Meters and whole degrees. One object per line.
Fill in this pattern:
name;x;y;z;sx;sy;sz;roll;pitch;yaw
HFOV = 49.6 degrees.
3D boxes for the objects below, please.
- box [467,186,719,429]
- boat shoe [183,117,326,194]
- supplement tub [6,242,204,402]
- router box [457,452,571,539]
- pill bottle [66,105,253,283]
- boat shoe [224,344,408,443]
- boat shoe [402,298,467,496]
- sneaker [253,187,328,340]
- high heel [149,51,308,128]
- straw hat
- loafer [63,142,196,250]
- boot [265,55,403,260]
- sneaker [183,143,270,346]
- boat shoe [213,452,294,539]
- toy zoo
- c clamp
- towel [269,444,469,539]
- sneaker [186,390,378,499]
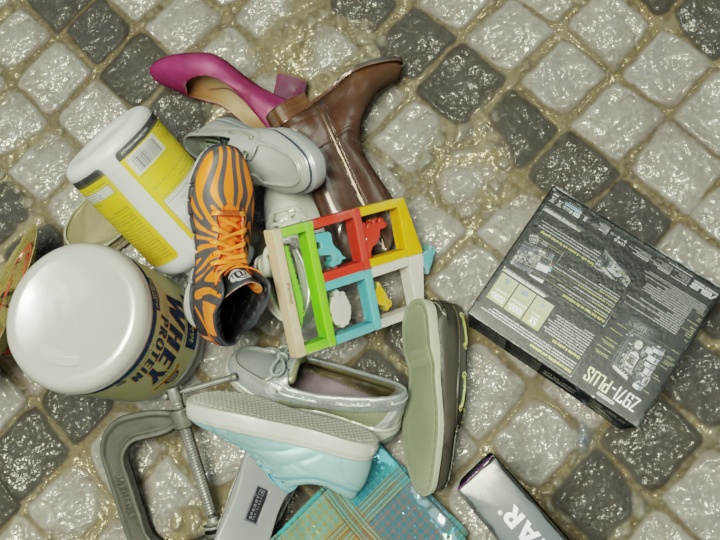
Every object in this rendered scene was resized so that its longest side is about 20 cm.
box;0.237;0.040;0.810;0.199;0.086;0.164;33;84;14
boat shoe;-0.122;-0.120;0.861;0.066;0.074;0.199;-26;31;-36
supplement tub;-0.254;0.062;0.819;0.143;0.200;0.147;-2;77;8
router box;0.176;0.266;0.738;0.051;0.149;0.200;-42;76;-2
pill bottle;-0.209;-0.068;0.846;0.112;0.112;0.200;-40;116;-2
boat shoe;-0.048;0.119;0.831;0.200;0.075;0.065;20;124;10
boat shoe;0.084;0.132;0.821;0.060;0.072;0.203;5;80;-30
sneaker;-0.076;-0.031;0.858;0.073;0.116;0.202;-14;75;7
high heel;-0.163;-0.199;0.928;0.198;0.068;0.097;8;68;7
straw hat;-0.374;0.055;0.894;0.085;0.200;0.203;24;79;-31
loafer;-0.276;-0.090;0.923;0.200;0.068;0.076;-40;74;-3
boot;0.013;-0.125;0.893;0.185;0.064;0.201;-29;86;-11
sneaker;-0.124;-0.021;0.772;0.077;0.112;0.202;-4;104;-29
boat shoe;-0.103;0.234;0.828;0.071;0.066;0.201;25;62;-10
toy zoo;0.000;0.000;0.825;0.199;0.020;0.133;-18;100;-34
c clamp;-0.196;0.220;0.835;0.169;0.027;0.202;-9;97;9
towel;-0.001;0.283;0.782;0.147;0.022;0.200;43;60;14
sneaker;-0.085;0.181;0.780;0.198;0.074;0.083;15;96;6
